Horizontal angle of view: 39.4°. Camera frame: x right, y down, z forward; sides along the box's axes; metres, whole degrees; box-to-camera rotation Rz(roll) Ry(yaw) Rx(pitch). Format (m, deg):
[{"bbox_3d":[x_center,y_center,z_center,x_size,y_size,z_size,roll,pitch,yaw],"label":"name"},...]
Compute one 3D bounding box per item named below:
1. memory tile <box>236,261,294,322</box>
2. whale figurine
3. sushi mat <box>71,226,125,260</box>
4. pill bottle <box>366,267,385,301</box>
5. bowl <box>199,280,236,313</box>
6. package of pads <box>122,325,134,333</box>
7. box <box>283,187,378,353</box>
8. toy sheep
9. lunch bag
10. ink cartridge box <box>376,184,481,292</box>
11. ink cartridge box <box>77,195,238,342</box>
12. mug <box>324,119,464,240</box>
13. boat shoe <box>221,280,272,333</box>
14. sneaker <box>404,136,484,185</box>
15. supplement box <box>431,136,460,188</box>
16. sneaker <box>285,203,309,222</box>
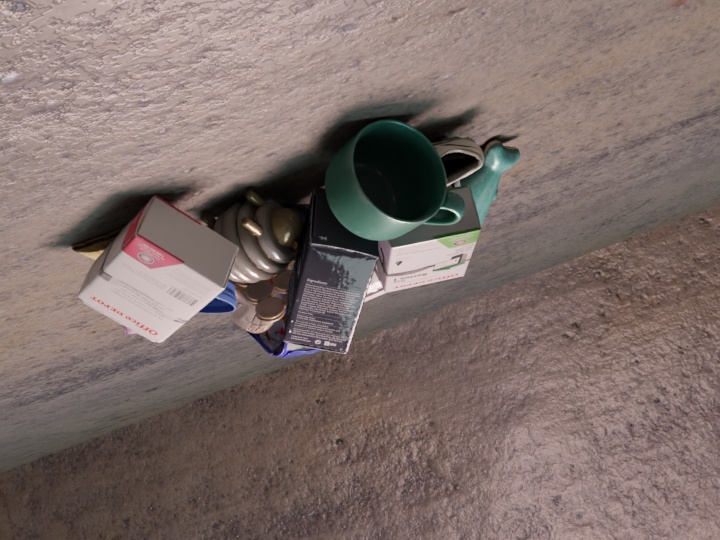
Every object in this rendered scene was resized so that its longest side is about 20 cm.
[{"bbox_3d":[-0.133,0.006,1.709,0.153,0.200,0.017,-21,134,-14],"label":"memory tile"},{"bbox_3d":[0.190,-0.134,1.712,0.200,0.104,0.159,-40,147,29],"label":"whale figurine"},{"bbox_3d":[-0.364,-0.030,1.552,0.096,0.012,0.200,-19,169,4],"label":"sushi mat"},{"bbox_3d":[0.000,0.000,1.761,0.200,0.111,0.111,-24,169,8],"label":"pill bottle"},{"bbox_3d":[-0.298,0.029,1.626,0.201,0.039,0.201,7,167,2],"label":"bowl"},{"bbox_3d":[-0.344,0.050,1.830,0.200,0.076,0.120,-28,169,41],"label":"package of pads"},{"bbox_3d":[-0.045,0.001,1.530,0.104,0.148,0.200,11,129,-8],"label":"box"},{"bbox_3d":[-0.169,-0.045,1.524,0.200,0.138,0.138,-19,171,32],"label":"toy sheep"},{"bbox_3d":[-0.142,0.068,1.936,0.124,0.200,0.170,-25,169,29],"label":"lunch bag"},{"bbox_3d":[0.102,-0.047,1.603,0.146,0.084,0.200,-12,159,-6],"label":"ink cartridge box"},{"bbox_3d":[-0.291,0.003,1.432,0.146,0.083,0.200,33,137,-21],"label":"ink cartridge box"},{"bbox_3d":[0.037,-0.106,1.405,0.152,0.185,0.114,-41,-174,-34],"label":"mug"},{"bbox_3d":[-0.235,0.033,1.761,0.074,0.200,0.073,-38,-153,22],"label":"boat shoe"},{"bbox_3d":[0.088,-0.150,1.490,0.200,0.074,0.089,-19,-162,-1],"label":"sneaker"},{"bbox_3d":[0.056,-0.139,1.604,0.200,0.061,0.109,-20,168,2],"label":"supplement box"},{"bbox_3d":[-0.171,-0.044,1.625,0.146,0.081,0.200,-17,178,-45],"label":"sneaker"}]
